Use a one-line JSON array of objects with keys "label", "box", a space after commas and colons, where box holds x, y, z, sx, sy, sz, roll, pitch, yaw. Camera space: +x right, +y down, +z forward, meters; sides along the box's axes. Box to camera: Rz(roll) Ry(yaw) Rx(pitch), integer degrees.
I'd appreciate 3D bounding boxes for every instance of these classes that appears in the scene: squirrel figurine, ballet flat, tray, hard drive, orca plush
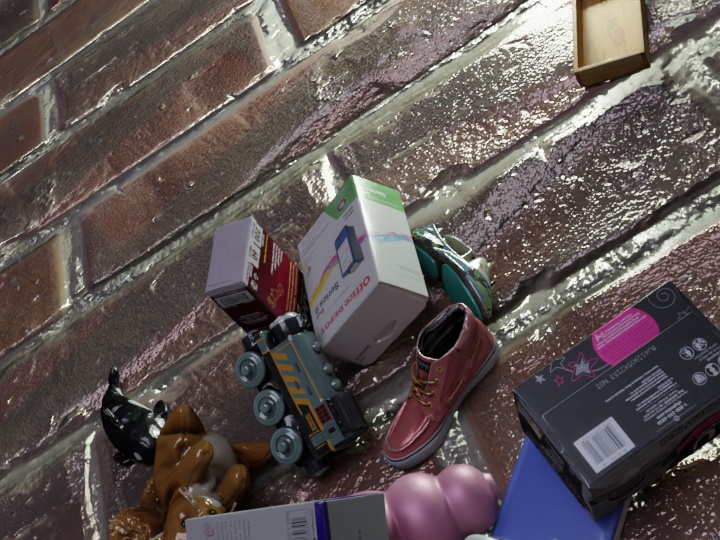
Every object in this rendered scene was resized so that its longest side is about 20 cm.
[{"label": "squirrel figurine", "box": [-0.212, 0.297, 1.282, 0.200, 0.141, 0.187, -43, 27, 23]}, {"label": "ballet flat", "box": [0.125, -0.004, 1.348, 0.074, 0.074, 0.200, -42, 47, -1]}, {"label": "tray", "box": [0.350, -0.351, 1.483, 0.098, 0.037, 0.201, -13, 51, 26]}, {"label": "hard drive", "box": [0.231, 0.210, 1.128, 0.131, 0.025, 0.201, 5, 60, 37]}, {"label": "orca plush", "box": [-0.336, 0.201, 1.501, 0.105, 0.071, 0.200, -38, 43, 4]}]

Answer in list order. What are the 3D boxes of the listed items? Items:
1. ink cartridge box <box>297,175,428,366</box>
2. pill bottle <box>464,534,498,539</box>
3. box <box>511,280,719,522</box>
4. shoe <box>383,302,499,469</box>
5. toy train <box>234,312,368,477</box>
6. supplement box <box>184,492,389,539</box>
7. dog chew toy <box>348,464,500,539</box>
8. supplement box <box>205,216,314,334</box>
[{"label": "ink cartridge box", "box": [0.000, 0.000, 1.376, 0.145, 0.087, 0.201, -50, 38, 33]}, {"label": "pill bottle", "box": [0.112, 0.369, 1.022, 0.112, 0.112, 0.201, 12, 64, 40]}, {"label": "box", "box": [0.274, 0.134, 1.059, 0.199, 0.115, 0.132, -34, 57, -5]}, {"label": "shoe", "box": [0.080, 0.134, 1.246, 0.200, 0.091, 0.071, -51, 44, -10]}, {"label": "toy train", "box": [-0.074, 0.151, 1.306, 0.114, 0.085, 0.201, -34, 74, 23]}, {"label": "supplement box", "box": [-0.074, 0.288, 1.065, 0.199, 0.103, 0.102, -16, 76, 37]}, {"label": "dog chew toy", "box": [0.058, 0.277, 1.134, 0.199, 0.125, 0.125, -28, 44, 2]}, {"label": "supplement box", "box": [-0.119, 0.035, 1.386, 0.061, 0.200, 0.109, -15, 49, 23]}]
